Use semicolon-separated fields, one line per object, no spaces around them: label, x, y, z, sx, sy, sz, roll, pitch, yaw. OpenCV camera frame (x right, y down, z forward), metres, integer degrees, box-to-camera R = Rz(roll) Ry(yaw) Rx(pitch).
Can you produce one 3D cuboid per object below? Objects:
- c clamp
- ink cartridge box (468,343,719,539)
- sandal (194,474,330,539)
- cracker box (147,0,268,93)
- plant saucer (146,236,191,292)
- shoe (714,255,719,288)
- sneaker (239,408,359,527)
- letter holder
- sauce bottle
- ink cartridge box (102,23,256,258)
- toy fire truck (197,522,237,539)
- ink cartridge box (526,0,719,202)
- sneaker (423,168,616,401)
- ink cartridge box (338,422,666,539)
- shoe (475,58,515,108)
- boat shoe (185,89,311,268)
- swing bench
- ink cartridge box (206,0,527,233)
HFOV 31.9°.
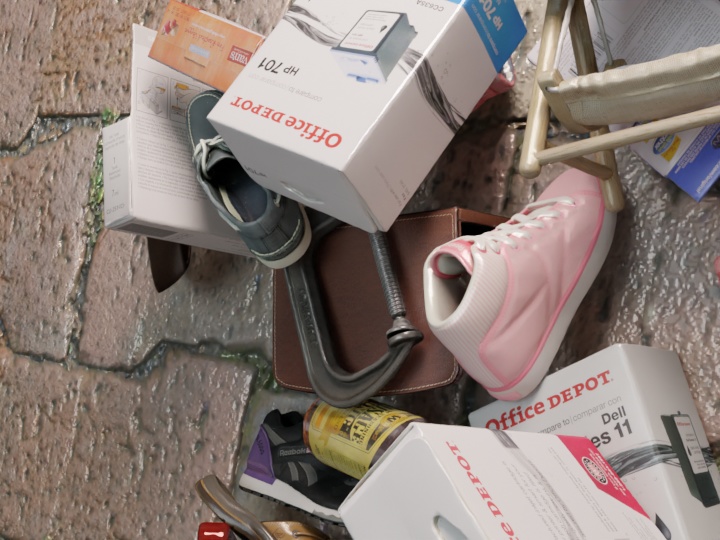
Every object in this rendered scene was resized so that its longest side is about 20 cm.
c clamp;0.000;0.000;0.977;0.171;0.027;0.200;-24;68;38
ink cartridge box;0.175;0.168;0.885;0.147;0.083;0.200;-31;62;34
sandal;-0.059;0.236;1.078;0.200;0.082;0.055;38;74;24
cracker box;-0.064;-0.162;1.082;0.134;0.200;0.058;30;100;41
plant saucer;-0.185;-0.078;1.223;0.032;0.200;0.201;-1;78;-2
shoe;0.315;0.016;0.792;0.200;0.071;0.091;-14;79;45
sneaker;-0.025;0.167;1.078;0.200;0.076;0.088;10;83;43
letter holder;0.031;0.033;1.032;0.200;0.101;0.142;-6;81;42
sauce bottle;0.030;0.139;0.963;0.200;0.066;0.066;10;89;54
ink cartridge box;-0.142;-0.110;1.146;0.045;0.200;0.176;-15;72;40
toy fire truck;-0.114;0.313;1.072;0.112;0.200;0.168;0;67;3
ink cartridge box;0.224;-0.150;0.927;0.119;0.042;0.200;-54;50;19
sneaker;0.113;-0.015;0.916;0.075;0.105;0.200;-12;45;56
ink cartridge box;0.102;0.175;0.757;0.083;0.200;0.145;-50;54;23
shoe;0.066;-0.219;1.059;0.091;0.071;0.200;-27;67;30
boat shoe;-0.102;-0.090;1.037;0.073;0.062;0.200;-35;55;8
swing bench;0.216;-0.161;0.826;0.199;0.130;0.200;-11;72;39
ink cartridge box;0.006;-0.146;0.942;0.146;0.086;0.200;24;70;36
